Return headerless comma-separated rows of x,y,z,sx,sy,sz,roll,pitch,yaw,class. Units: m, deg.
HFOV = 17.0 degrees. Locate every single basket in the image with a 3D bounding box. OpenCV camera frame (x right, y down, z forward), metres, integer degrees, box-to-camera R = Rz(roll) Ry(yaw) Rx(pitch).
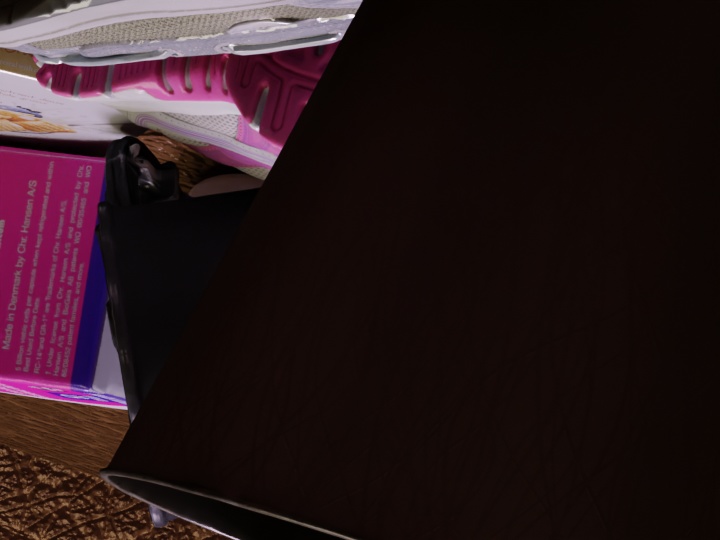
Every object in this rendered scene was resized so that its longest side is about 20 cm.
0.050,-0.010,0.636,0.180,0.200,0.136,22,169,-11,basket

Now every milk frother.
0.000,0.000,0.906,0.188,0.200,0.181,-10,147,-4,milk frother

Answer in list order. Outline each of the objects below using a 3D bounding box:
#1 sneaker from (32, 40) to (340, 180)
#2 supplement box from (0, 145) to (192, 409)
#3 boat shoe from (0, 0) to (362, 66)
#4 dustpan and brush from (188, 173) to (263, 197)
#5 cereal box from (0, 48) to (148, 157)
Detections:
-0.012,-0.068,0.790,0.200,0.081,0.088,17,174,42,sneaker
-0.187,-0.003,1.054,0.200,0.103,0.101,8,174,14,supplement box
-0.061,-0.094,0.741,0.202,0.075,0.065,-2,154,42,boat shoe
-0.035,-0.011,1.110,0.139,0.057,0.200,17,168,8,dustpan and brush
-0.164,-0.080,0.993,0.144,0.040,0.200,12,171,-17,cereal box
